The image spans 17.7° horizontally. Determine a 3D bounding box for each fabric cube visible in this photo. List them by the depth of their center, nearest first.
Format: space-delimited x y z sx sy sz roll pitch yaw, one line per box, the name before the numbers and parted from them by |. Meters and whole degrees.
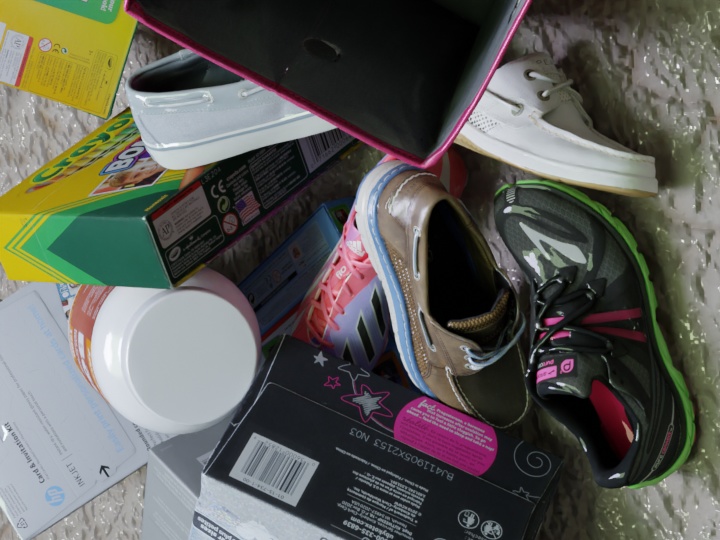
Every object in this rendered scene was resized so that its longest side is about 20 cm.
fabric cube | 0.014 -0.214 1.287 0.199 0.200 0.197 28 121 -2

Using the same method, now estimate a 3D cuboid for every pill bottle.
pill bottle | -0.128 0.047 1.520 0.200 0.111 0.113 -164 63 -76

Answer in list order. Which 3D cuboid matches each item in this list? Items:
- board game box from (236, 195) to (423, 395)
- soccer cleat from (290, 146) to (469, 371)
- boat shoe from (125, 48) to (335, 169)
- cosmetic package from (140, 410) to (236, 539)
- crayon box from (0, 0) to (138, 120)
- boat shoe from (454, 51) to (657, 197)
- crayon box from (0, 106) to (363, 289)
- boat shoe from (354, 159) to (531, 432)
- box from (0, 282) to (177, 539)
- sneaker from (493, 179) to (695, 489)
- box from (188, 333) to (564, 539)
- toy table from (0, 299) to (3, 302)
board game box | -0.009 0.074 1.568 0.151 0.036 0.201 -41 71 44
soccer cleat | 0.000 0.000 1.473 0.067 0.076 0.201 37 107 22
boat shoe | -0.051 -0.125 1.415 0.199 0.070 0.072 -19 130 11
cosmetic package | -0.098 0.214 1.642 0.107 0.090 0.201 41 140 33
crayon box | -0.198 -0.218 1.578 0.058 0.118 0.202 -106 34 -77
boat shoe | 0.098 -0.098 1.387 0.199 0.071 0.070 24 97 34
crayon box | -0.123 -0.064 1.522 0.172 0.200 0.059 4 123 44
boat shoe | 0.060 0.028 1.412 0.072 0.072 0.201 24 149 55
box | -0.197 0.075 1.653 0.199 0.041 0.157 -34 87 1
sneaker | 0.134 0.038 1.369 0.077 0.084 0.201 -27 91 43
box | 0.006 0.156 1.444 0.199 0.133 0.115 23 140 8
toy table | -0.256 0.097 1.767 0.183 0.117 0.202 25 118 38
